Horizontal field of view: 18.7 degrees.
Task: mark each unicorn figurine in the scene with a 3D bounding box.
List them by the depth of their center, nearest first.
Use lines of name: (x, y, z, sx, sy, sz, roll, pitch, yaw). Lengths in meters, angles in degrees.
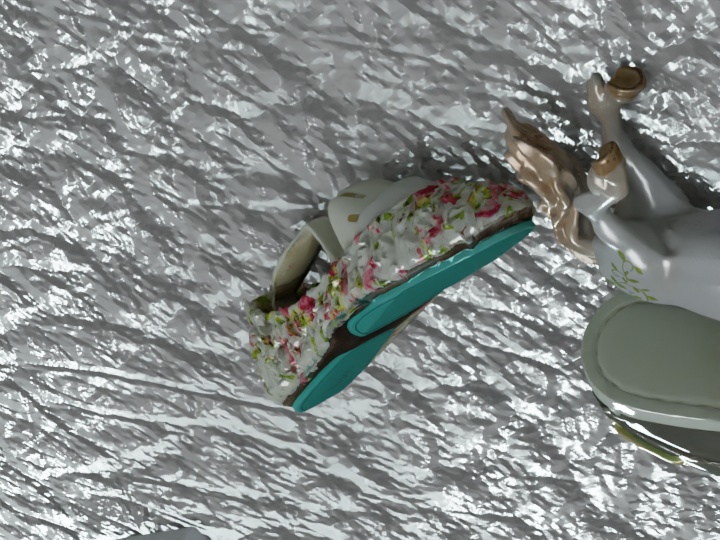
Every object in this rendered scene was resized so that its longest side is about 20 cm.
unicorn figurine: (0.145, 0.003, 0.813, 0.200, 0.074, 0.137, 40, 158, 41)

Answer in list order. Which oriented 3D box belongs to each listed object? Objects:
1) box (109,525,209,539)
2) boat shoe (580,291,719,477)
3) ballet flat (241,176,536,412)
box: (-0.110, 0.290, 1.291, 0.131, 0.199, 0.200, -16, 128, 47)
boat shoe: (0.188, 0.059, 0.872, 0.201, 0.072, 0.060, 15, 159, 14)
ballet flat: (0.000, 0.000, 0.930, 0.064, 0.076, 0.200, 60, 142, 10)
